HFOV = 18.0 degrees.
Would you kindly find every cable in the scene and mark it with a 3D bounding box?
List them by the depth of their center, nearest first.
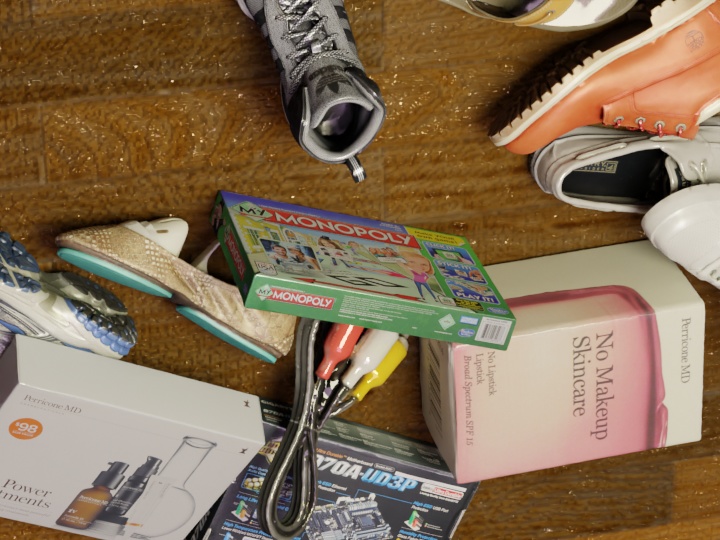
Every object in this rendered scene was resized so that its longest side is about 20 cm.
[{"bbox_3d":[-0.028,0.102,1.688,0.097,0.050,0.201,39,69,-44],"label":"cable"}]

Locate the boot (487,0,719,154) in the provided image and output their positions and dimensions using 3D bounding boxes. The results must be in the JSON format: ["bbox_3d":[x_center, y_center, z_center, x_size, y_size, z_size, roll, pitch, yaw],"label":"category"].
[{"bbox_3d":[0.193,-0.124,1.643,0.200,0.075,0.107,-31,106,2],"label":"boot"}]

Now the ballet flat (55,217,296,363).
[{"bbox_3d":[-0.128,0.000,1.651,0.200,0.070,0.065,29,80,-29],"label":"ballet flat"}]

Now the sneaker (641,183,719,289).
[{"bbox_3d":[0.297,0.008,1.696,0.200,0.116,0.074,16,134,-44],"label":"sneaker"}]

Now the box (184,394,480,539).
[{"bbox_3d":[-0.027,0.196,1.784,0.199,0.046,0.159,16,112,-23],"label":"box"}]

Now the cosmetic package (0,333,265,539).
[{"bbox_3d":[-0.193,0.131,1.665,0.199,0.052,0.151,16,131,-28],"label":"cosmetic package"}]

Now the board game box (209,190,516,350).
[{"bbox_3d":[0.000,0.000,1.635,0.199,0.135,0.029,10,115,-21],"label":"board game box"}]

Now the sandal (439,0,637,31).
[{"bbox_3d":[0.111,-0.207,1.600,0.199,0.054,0.081,7,116,-19],"label":"sandal"}]

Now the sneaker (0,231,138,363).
[{"bbox_3d":[-0.258,0.029,1.616,0.200,0.077,0.085,33,109,-27],"label":"sneaker"}]

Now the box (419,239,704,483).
[{"bbox_3d":[0.151,0.068,1.728,0.199,0.109,0.128,-9,119,-10],"label":"box"}]

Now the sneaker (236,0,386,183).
[{"bbox_3d":[-0.032,-0.156,1.553,0.075,0.114,0.201,-22,121,-3],"label":"sneaker"}]

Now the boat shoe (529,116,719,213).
[{"bbox_3d":[0.228,-0.074,1.697,0.199,0.066,0.072,4,116,-17],"label":"boat shoe"}]
